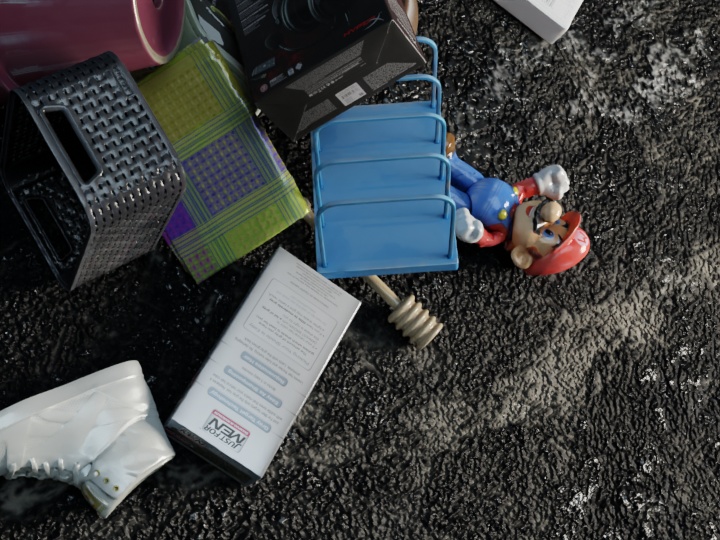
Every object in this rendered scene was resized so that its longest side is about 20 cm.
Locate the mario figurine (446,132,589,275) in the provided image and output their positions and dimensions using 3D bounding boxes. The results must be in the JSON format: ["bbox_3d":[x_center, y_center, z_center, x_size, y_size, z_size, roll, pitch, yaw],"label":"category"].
[{"bbox_3d":[0.156,-0.074,1.206,0.199,0.106,0.124,30,93,-2],"label":"mario figurine"}]

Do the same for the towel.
[{"bbox_3d":[-0.154,-0.106,1.093,0.143,0.023,0.201,-31,96,8],"label":"towel"}]

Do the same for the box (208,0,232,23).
[{"bbox_3d":[-0.116,-0.274,1.189,0.198,0.036,0.144,9,75,-7],"label":"box"}]

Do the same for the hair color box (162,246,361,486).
[{"bbox_3d":[-0.092,0.090,1.083,0.099,0.061,0.201,34,63,-7],"label":"hair color box"}]

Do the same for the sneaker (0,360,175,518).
[{"bbox_3d":[-0.257,0.166,0.986,0.199,0.074,0.116,-23,78,-27],"label":"sneaker"}]

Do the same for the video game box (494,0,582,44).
[{"bbox_3d":[0.194,-0.398,1.369,0.199,0.047,0.183,36,65,-7],"label":"video game box"}]

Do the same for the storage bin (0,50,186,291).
[{"bbox_3d":[-0.239,-0.082,1.005,0.093,0.200,0.136,-28,84,-27],"label":"storage bin"}]

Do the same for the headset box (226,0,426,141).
[{"bbox_3d":[-0.042,-0.246,1.080,0.148,0.077,0.201,-27,57,16],"label":"headset box"}]

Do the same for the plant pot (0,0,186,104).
[{"bbox_3d":[-0.260,-0.248,1.021,0.178,0.200,0.201,2,68,13],"label":"plant pot"}]

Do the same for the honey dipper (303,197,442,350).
[{"bbox_3d":[0.000,0.000,1.165,0.200,0.038,0.038,44,63,1],"label":"honey dipper"}]

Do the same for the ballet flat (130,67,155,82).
[{"bbox_3d":[-0.191,-0.154,1.129,0.199,0.071,0.071,36,63,-6],"label":"ballet flat"}]

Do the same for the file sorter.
[{"bbox_3d":[0.018,-0.112,1.118,0.138,0.123,0.201,-4,60,0],"label":"file sorter"}]

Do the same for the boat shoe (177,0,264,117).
[{"bbox_3d":[-0.160,-0.227,1.123,0.201,0.072,0.061,50,30,2],"label":"boat shoe"}]

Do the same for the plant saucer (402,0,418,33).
[{"bbox_3d":[-0.023,-0.306,1.263,0.199,0.032,0.202,6,71,-19],"label":"plant saucer"}]
